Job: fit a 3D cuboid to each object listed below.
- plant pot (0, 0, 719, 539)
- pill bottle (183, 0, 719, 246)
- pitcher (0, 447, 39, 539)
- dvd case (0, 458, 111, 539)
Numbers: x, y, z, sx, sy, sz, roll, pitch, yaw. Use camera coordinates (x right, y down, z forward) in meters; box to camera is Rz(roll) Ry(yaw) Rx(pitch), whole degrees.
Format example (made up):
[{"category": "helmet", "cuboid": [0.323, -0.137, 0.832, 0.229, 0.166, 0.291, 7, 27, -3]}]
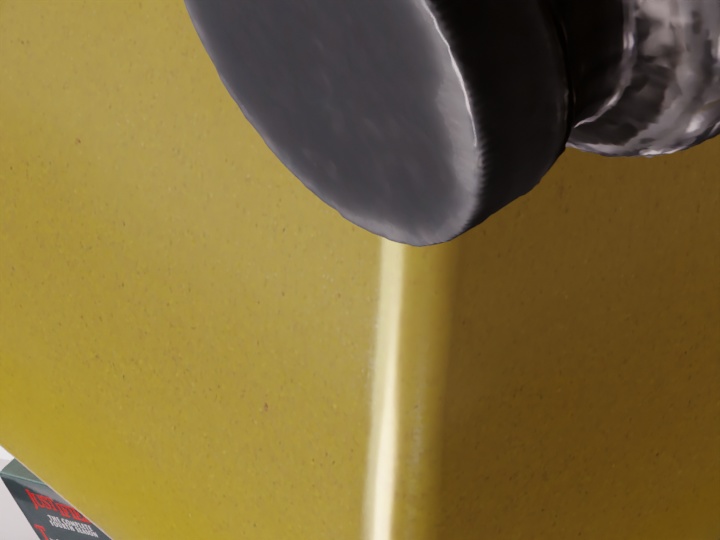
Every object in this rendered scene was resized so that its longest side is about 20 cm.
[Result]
[{"category": "plant pot", "cuboid": [0.015, -0.038, 0.732, 0.200, 0.200, 0.177, 34, 137, 35]}, {"category": "pill bottle", "cuboid": [0.065, -0.092, 0.546, 0.112, 0.200, 0.112, 40, 151, 28]}, {"category": "pitcher", "cuboid": [-0.117, 0.025, 1.114, 0.200, 0.121, 0.172, -13, 103, 52]}, {"category": "dvd case", "cuboid": [-0.042, 0.154, 1.029, 0.146, 0.022, 0.200, 6, 132, 56]}]
